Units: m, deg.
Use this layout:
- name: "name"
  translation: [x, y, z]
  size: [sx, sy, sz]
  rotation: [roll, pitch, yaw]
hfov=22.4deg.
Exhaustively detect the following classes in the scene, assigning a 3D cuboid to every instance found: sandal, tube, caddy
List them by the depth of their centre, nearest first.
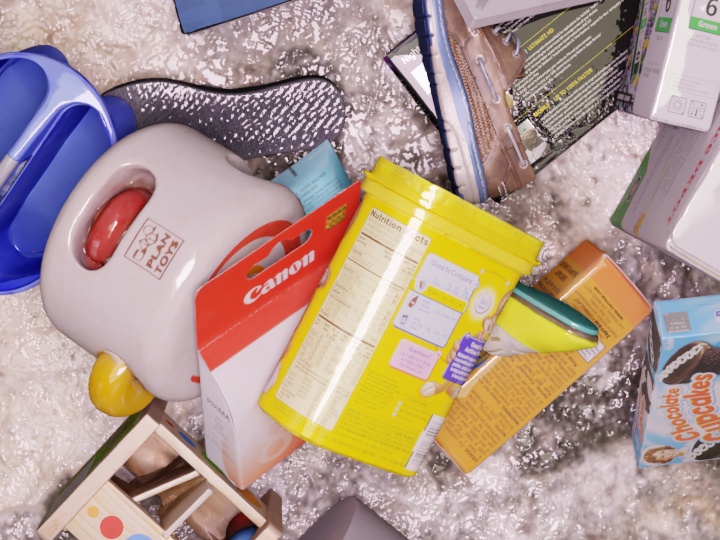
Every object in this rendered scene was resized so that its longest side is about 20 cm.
- name: "caddy"
  translation: [-0.260, -0.076, 1.377]
  size: [0.141, 0.105, 0.200]
  rotation: [37, 110, -1]
- name: "sandal"
  translation: [-0.112, -0.116, 1.436]
  size: [0.199, 0.043, 0.076]
  rotation: [-2, 105, -7]
- name: "tube"
  translation: [0.000, 0.000, 1.437]
  size: [0.077, 0.050, 0.200]
  rotation: [-37, 100, -13]

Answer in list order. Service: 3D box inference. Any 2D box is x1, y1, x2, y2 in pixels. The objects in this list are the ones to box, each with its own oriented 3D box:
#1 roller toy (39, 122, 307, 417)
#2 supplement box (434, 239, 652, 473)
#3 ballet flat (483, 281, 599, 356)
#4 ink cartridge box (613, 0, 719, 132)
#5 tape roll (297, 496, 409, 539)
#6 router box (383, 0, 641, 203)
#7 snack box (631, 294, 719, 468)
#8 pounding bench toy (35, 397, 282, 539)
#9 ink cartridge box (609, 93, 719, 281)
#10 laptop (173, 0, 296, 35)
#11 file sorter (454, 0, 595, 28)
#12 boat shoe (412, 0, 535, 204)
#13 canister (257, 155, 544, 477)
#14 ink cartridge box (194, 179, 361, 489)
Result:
- name: "roller toy"
  translation: [-0.133, -0.002, 1.342]
  size: [0.139, 0.200, 0.183]
  rotation: [32, 132, 22]
- name: "supplement box"
  translation: [0.132, 0.068, 1.445]
  size: [0.200, 0.067, 0.069]
  rotation: [-44, 104, 2]
- name: "ballet flat"
  translation: [0.105, 0.026, 1.400]
  size: [0.067, 0.200, 0.067]
  rotation: [14, 109, -46]
- name: "ink cartridge box"
  translation: [0.245, -0.208, 1.345]
  size: [0.050, 0.109, 0.201]
  rotation: [11, 98, -9]
- name: "tape roll"
  translation: [-0.040, 0.272, 1.395]
  size: [0.066, 0.200, 0.201]
  rotation: [38, 93, -6]
- name: "router box"
  translation: [0.140, -0.172, 1.430]
  size: [0.200, 0.051, 0.149]
  rotation: [-38, 94, 2]
- name: "snack box"
  translation: [0.276, 0.085, 1.403]
  size: [0.116, 0.200, 0.037]
  rotation: [-6, 56, -1]
- name: "pounding bench toy"
  translation: [-0.172, 0.223, 1.423]
  size: [0.156, 0.124, 0.200]
  rotation: [43, 93, -6]
- name: "ink cartridge box"
  translation: [0.275, -0.071, 1.372]
  size: [0.087, 0.200, 0.146]
  rotation: [28, 94, -5]
- name: "laptop"
  translation: [-0.075, -0.300, 1.377]
  size: [0.187, 0.116, 0.201]
  rotation: [-18, 96, -1]
- name: "file sorter"
  translation: [0.114, -0.303, 1.321]
  size: [0.138, 0.125, 0.201]
  rotation: [-16, 70, -26]
- name: "boat shoe"
  translation: [0.087, -0.153, 1.375]
  size: [0.072, 0.072, 0.201]
  rotation: [-12, 103, -3]
- name: "canister"
  translation: [0.028, 0.037, 1.312]
  size: [0.148, 0.086, 0.201]
  rotation: [25, 94, -42]
- name: "ink cartridge box"
  translation: [-0.043, 0.050, 1.334]
  size: [0.162, 0.200, 0.050]
  rotation: [-35, 60, -27]
